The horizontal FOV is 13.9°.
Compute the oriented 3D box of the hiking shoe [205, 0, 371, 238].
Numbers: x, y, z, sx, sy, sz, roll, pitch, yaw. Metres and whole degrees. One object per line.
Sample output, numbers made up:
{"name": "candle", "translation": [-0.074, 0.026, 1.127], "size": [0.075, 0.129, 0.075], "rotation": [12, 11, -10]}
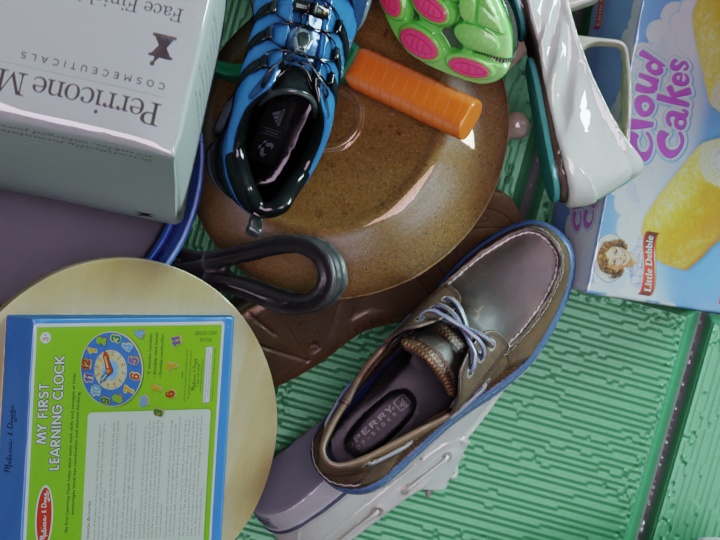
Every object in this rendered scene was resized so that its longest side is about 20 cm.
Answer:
{"name": "hiking shoe", "translation": [-0.030, -0.122, 1.643], "size": [0.074, 0.087, 0.200], "rotation": [9, 106, -15]}

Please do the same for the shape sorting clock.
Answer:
{"name": "shape sorting clock", "translation": [-0.141, 0.092, 1.669], "size": [0.200, 0.039, 0.201], "rotation": [-5, 101, -29]}

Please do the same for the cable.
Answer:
{"name": "cable", "translation": [-0.096, 0.003, 1.733], "size": [0.200, 0.050, 0.097], "rotation": [-17, 78, 24]}

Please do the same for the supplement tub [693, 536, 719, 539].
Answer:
{"name": "supplement tub", "translation": [0.141, 0.248, 1.761], "size": [0.199, 0.144, 0.145], "rotation": [-13, 96, -4]}

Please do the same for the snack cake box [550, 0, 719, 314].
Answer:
{"name": "snack cake box", "translation": [0.188, -0.080, 1.763], "size": [0.115, 0.067, 0.201], "rotation": [8, 95, -23]}

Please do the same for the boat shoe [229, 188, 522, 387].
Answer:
{"name": "boat shoe", "translation": [0.000, 0.000, 1.768], "size": [0.200, 0.063, 0.073], "rotation": [-24, 114, -3]}

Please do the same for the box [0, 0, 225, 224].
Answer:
{"name": "box", "translation": [-0.178, -0.121, 1.588], "size": [0.198, 0.200, 0.131], "rotation": [12, 80, -2]}

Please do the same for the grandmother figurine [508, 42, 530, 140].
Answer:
{"name": "grandmother figurine", "translation": [0.051, -0.116, 1.771], "size": [0.200, 0.061, 0.121], "rotation": [-46, 69, 3]}

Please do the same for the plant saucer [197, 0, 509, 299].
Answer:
{"name": "plant saucer", "translation": [-0.014, -0.084, 1.729], "size": [0.200, 0.035, 0.201], "rotation": [-5, 73, 15]}

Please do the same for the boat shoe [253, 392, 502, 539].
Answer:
{"name": "boat shoe", "translation": [0.029, 0.103, 1.786], "size": [0.200, 0.071, 0.070], "rotation": [-40, 124, -5]}

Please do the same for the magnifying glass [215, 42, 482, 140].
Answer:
{"name": "magnifying glass", "translation": [-0.020, -0.126, 1.714], "size": [0.200, 0.022, 0.080], "rotation": [26, 83, 24]}

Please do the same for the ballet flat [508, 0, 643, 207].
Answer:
{"name": "ballet flat", "translation": [0.117, -0.136, 1.705], "size": [0.069, 0.069, 0.201], "rotation": [-14, 83, -3]}

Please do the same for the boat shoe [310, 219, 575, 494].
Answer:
{"name": "boat shoe", "translation": [0.051, 0.052, 1.708], "size": [0.072, 0.072, 0.200], "rotation": [40, 89, 9]}

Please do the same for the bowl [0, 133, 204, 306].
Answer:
{"name": "bowl", "translation": [-0.189, -0.061, 1.700], "size": [0.200, 0.039, 0.201], "rotation": [0, 82, -3]}

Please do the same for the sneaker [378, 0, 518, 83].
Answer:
{"name": "sneaker", "translation": [0.038, -0.190, 1.713], "size": [0.200, 0.084, 0.077], "rotation": [55, 132, 28]}
